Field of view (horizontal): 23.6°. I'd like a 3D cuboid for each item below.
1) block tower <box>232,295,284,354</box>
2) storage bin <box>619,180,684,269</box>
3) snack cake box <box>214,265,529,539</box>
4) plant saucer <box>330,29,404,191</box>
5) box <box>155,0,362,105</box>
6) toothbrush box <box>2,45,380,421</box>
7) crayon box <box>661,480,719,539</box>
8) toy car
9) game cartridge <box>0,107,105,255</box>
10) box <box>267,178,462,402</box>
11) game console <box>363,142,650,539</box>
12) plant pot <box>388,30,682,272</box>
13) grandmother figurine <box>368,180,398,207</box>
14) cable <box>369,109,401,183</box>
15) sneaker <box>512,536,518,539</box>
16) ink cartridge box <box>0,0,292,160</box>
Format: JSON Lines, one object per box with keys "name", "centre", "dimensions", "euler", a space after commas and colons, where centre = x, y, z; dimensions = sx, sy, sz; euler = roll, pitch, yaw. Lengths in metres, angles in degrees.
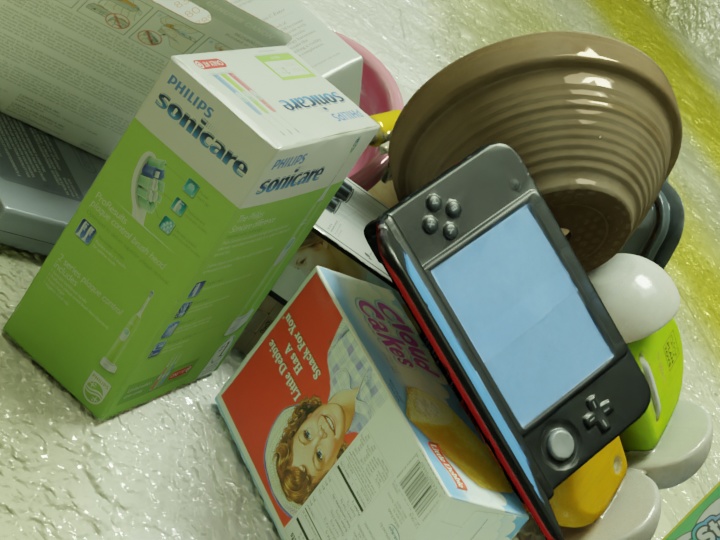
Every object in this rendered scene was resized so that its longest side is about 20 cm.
{"name": "block tower", "centre": [-0.040, 0.034, 1.173], "dimensions": [0.199, 0.054, 0.058], "euler": [23, 24, -31]}
{"name": "storage bin", "centre": [0.139, 0.000, 1.343], "dimensions": [0.134, 0.201, 0.146], "euler": [5, 34, -34]}
{"name": "snack cake box", "centre": [0.001, 0.107, 1.003], "dimensions": [0.067, 0.115, 0.200], "euler": [19, 28, -39]}
{"name": "plant saucer", "centre": [-0.067, -0.109, 1.321], "dimensions": [0.199, 0.051, 0.201], "euler": [2, 51, -3]}
{"name": "box", "centre": [-0.110, -0.151, 1.257], "dimensions": [0.124, 0.098, 0.200], "euler": [-31, 60, -27]}
{"name": "toothbrush box", "centre": [-0.096, -0.025, 1.010], "dimensions": [0.086, 0.200, 0.145], "euler": [41, 23, 12]}
{"name": "crayon box", "centre": [0.226, 0.175, 1.030], "dimensions": [0.058, 0.200, 0.172], "euler": [46, 5, 23]}
{"name": "toy car", "centre": [0.146, 0.094, 1.206], "dimensions": [0.200, 0.149, 0.176], "euler": [-45, 125, -39]}
{"name": "game cartridge", "centre": [-0.229, -0.078, 1.141], "dimensions": [0.133, 0.041, 0.200], "euler": [13, 32, -39]}
{"name": "box", "centre": [0.000, 0.000, 1.146], "dimensions": [0.200, 0.060, 0.117], "euler": [35, 22, -5]}
{"name": "game console", "centre": [0.098, 0.036, 1.010], "dimensions": [0.172, 0.119, 0.201], "euler": [-34, 98, -27]}
{"name": "plant pot", "centre": [0.123, -0.057, 1.153], "dimensions": [0.200, 0.201, 0.093], "euler": [21, 44, -34]}
{"name": "grandmother figurine", "centre": [0.084, -0.032, 1.420], "dimensions": [0.200, 0.121, 0.061], "euler": [43, 38, -56]}
{"name": "cable", "centre": [0.071, -0.107, 1.289], "dimensions": [0.097, 0.050, 0.200], "euler": [32, 39, 13]}
{"name": "sneaker", "centre": [0.065, 0.173, 1.038], "dimensions": [0.081, 0.075, 0.200], "euler": [19, 35, -54]}
{"name": "ink cartridge box", "centre": [-0.159, -0.149, 1.090], "dimensions": [0.162, 0.200, 0.057], "euler": [25, 50, -28]}
